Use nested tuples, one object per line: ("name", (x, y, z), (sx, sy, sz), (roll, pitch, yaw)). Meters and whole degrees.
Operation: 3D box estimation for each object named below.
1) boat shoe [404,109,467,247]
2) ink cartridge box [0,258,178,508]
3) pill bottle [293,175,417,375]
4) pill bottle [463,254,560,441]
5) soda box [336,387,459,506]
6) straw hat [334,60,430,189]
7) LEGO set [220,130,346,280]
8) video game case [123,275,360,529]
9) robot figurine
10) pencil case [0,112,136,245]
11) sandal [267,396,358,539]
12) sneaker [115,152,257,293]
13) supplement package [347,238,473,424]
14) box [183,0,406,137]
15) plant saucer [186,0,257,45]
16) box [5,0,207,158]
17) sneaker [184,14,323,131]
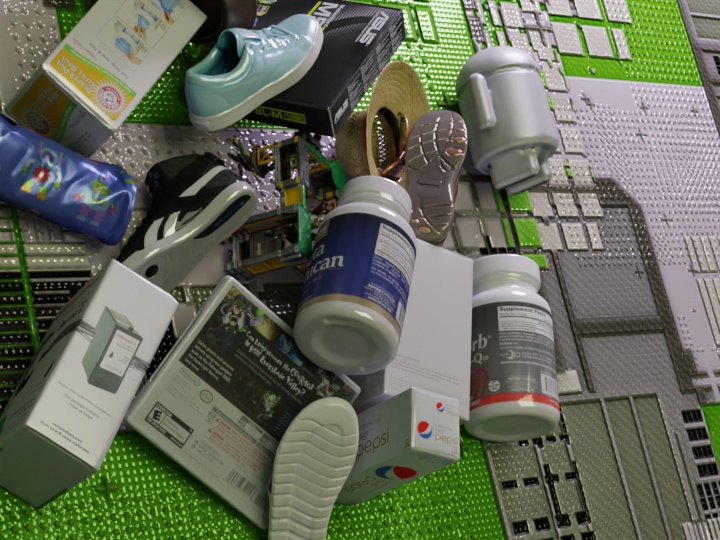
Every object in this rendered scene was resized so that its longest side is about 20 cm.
("boat shoe", (0.082, -0.102, 1.813), (0.074, 0.074, 0.201), (12, 55, 4))
("ink cartridge box", (-0.272, 0.109, 1.471), (0.084, 0.146, 0.201), (35, 52, -16))
("pill bottle", (0.000, 0.000, 1.622), (0.111, 0.111, 0.201), (31, 48, -21))
("pill bottle", (0.173, 0.092, 1.824), (0.115, 0.116, 0.202), (14, 61, -31))
("soda box", (0.021, 0.188, 1.612), (0.063, 0.200, 0.069), (17, 60, -30))
("straw hat", (0.016, -0.148, 1.837), (0.201, 0.084, 0.203), (-2, 92, -62))
("LEGO set", (-0.092, -0.053, 1.726), (0.154, 0.115, 0.202), (26, 54, -60))
("video game case", (-0.119, 0.138, 1.588), (0.200, 0.023, 0.182), (42, 75, -23))
("robot figurine", (0.186, -0.202, 1.971), (0.169, 0.112, 0.202), (20, 54, -60))
("pencil case", (-0.323, -0.098, 1.571), (0.199, 0.078, 0.088), (24, 82, -27))
("sandal", (-0.060, 0.221, 1.588), (0.082, 0.050, 0.205), (13, 102, -17))
("sneaker", (-0.217, -0.048, 1.644), (0.199, 0.073, 0.112), (-38, 57, -18))
("supplement package", (0.047, 0.079, 1.733), (0.119, 0.121, 0.202), (19, 60, -28))
("box", (-0.073, -0.244, 1.768), (0.201, 0.192, 0.048), (-56, 146, -38))
("plant saucer", (-0.205, -0.319, 1.685), (0.200, 0.200, 0.032), (42, 58, -13))
("box", (-0.272, -0.222, 1.645), (0.101, 0.112, 0.201), (41, 52, -13))
("sneaker", (-0.114, -0.236, 1.677), (0.073, 0.082, 0.200), (23, 53, 30))
